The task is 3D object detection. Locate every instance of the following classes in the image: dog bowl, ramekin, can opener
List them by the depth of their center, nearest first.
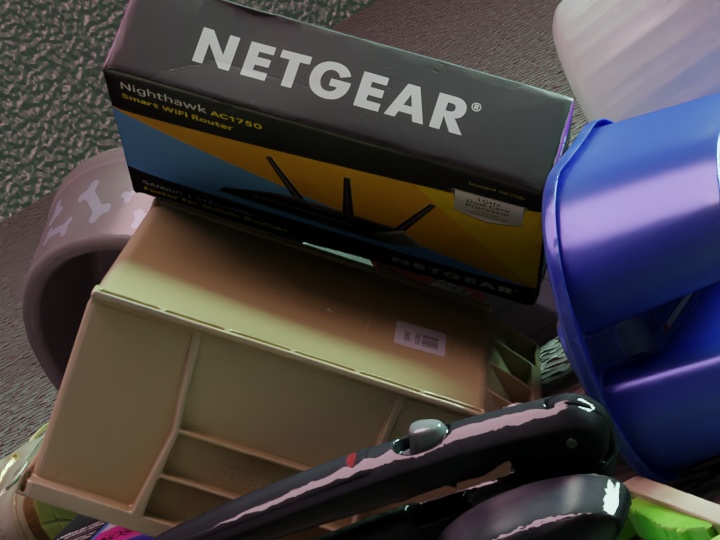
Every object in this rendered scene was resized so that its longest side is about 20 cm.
[{"bbox_3d":[0.008,0.094,1.112,0.200,0.064,0.079,-13,13,16],"label":"can opener"},{"bbox_3d":[0.178,-0.077,1.377,0.098,0.201,0.200,-32,8,16],"label":"ramekin"},{"bbox_3d":[-0.079,0.031,1.415,0.200,0.200,0.059,-17,31,44],"label":"dog bowl"}]

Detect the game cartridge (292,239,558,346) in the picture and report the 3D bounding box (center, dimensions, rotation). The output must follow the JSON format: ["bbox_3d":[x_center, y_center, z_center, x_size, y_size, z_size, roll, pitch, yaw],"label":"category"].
[{"bbox_3d":[0.000,0.000,1.440,0.133,0.200,0.041,-34,34,53],"label":"game cartridge"}]

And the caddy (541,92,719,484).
[{"bbox_3d":[0.133,0.006,1.206,0.105,0.142,0.200,-17,12,21],"label":"caddy"}]

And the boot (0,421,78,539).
[{"bbox_3d":[-0.198,0.132,1.636,0.154,0.072,0.200,-25,10,24],"label":"boot"}]

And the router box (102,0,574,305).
[{"bbox_3d":[-0.008,-0.055,1.272,0.149,0.200,0.051,86,-159,-70],"label":"router box"}]

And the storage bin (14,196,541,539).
[{"bbox_3d":[-0.027,0.057,1.239,0.198,0.094,0.200,18,12,0],"label":"storage bin"}]

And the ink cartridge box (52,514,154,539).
[{"bbox_3d":[-0.118,0.141,1.481,0.095,0.037,0.200,-21,13,25],"label":"ink cartridge box"}]

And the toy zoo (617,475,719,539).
[{"bbox_3d":[0.047,0.141,1.071,0.200,0.020,0.131,-28,10,-11],"label":"toy zoo"}]
